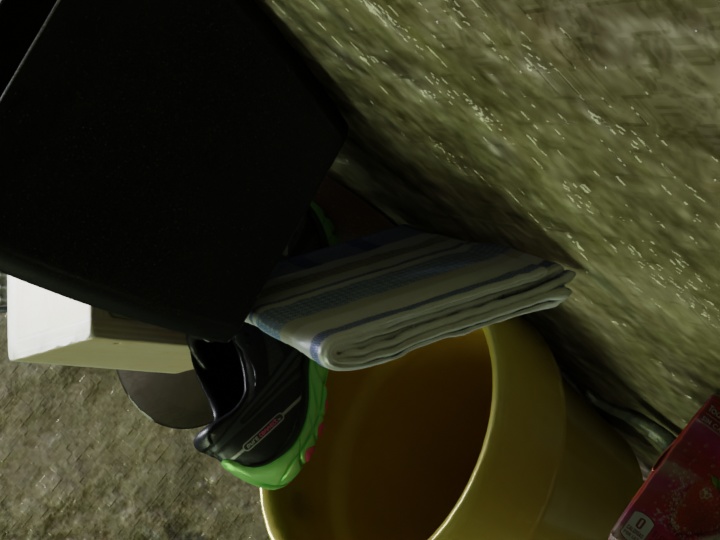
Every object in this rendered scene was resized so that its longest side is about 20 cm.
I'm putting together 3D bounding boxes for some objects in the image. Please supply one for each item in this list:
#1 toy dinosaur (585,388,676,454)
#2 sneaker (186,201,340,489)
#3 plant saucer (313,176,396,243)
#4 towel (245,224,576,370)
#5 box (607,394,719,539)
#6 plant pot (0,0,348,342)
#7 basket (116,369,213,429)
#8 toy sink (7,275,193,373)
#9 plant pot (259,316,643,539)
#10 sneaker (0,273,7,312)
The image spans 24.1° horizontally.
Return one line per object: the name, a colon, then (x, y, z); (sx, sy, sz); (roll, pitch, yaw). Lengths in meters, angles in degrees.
toy dinosaur: (0.208, 0.143, 0.993); (0.199, 0.047, 0.088); (38, 155, 13)
sneaker: (-0.060, 0.030, 1.016); (0.083, 0.202, 0.077); (18, 142, -21)
plant saucer: (0.000, 0.000, 1.139); (0.200, 0.037, 0.201); (39, 169, 9)
towel: (0.009, 0.012, 0.917); (0.200, 0.145, 0.024); (19, 123, 65)
box: (0.231, 0.169, 0.877); (0.199, 0.096, 0.100); (37, 168, 14)
plant pot: (-0.127, -0.067, 0.919); (0.177, 0.201, 0.199); (33, 172, -21)
basket: (-0.107, 0.025, 1.304); (0.135, 0.182, 0.200); (18, 165, -14)
toy sink: (-0.145, -0.043, 1.088); (0.129, 0.203, 0.111); (8, 164, -40)
plant pot: (0.070, 0.124, 1.039); (0.188, 0.202, 0.200); (27, 179, -38)
sneaker: (-0.240, -0.019, 1.454); (0.078, 0.201, 0.146); (62, 173, 3)
